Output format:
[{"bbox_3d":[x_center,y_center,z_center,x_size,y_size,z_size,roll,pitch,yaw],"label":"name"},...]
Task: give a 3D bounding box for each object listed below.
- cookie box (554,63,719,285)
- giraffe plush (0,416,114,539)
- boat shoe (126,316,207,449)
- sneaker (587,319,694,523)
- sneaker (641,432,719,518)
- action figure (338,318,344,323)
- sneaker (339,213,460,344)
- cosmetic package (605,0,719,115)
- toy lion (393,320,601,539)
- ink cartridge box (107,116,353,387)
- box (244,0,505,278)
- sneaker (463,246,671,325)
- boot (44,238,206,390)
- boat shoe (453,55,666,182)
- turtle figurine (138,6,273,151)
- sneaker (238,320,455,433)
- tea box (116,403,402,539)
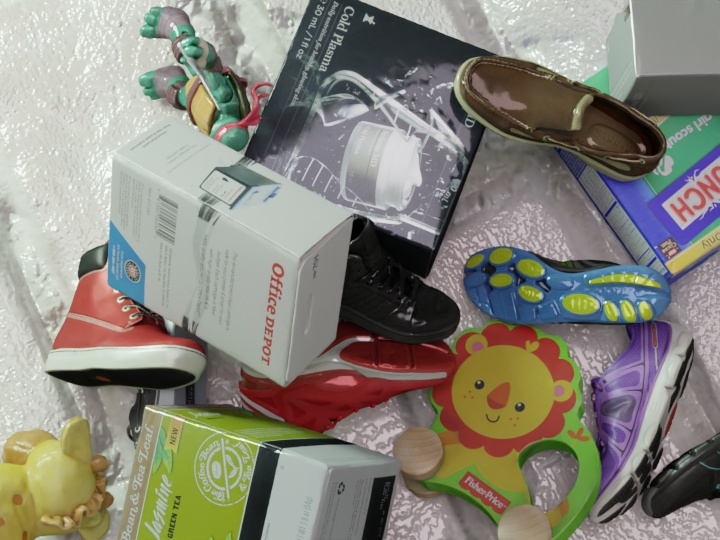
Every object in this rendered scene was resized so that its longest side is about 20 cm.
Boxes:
[{"bbox_3d":[0.298,-0.112,1.640,0.171,0.075,0.201,-34,81,-9],"label":"cookie box"},{"bbox_3d":[-0.309,0.199,1.544,0.162,0.173,0.200,-28,67,-28],"label":"giraffe plush"},{"bbox_3d":[-0.185,0.132,1.594,0.066,0.070,0.202,-9,75,35],"label":"boat shoe"},{"bbox_3d":[0.243,0.138,1.599,0.083,0.081,0.201,17,71,21],"label":"sneaker"},{"bbox_3d":[0.349,0.177,1.579,0.199,0.075,0.080,-32,82,-6],"label":"sneaker"},{"bbox_3d":[-0.066,0.023,1.609,0.198,0.055,0.119,6,35,-12],"label":"action figure"},{"bbox_3d":[0.001,-0.002,1.540,0.198,0.105,0.060,16,50,0],"label":"sneaker"},{"bbox_3d":[0.330,-0.195,1.569,0.198,0.107,0.091,-4,75,-3],"label":"cosmetic package"},{"bbox_3d":[0.139,0.147,1.573,0.199,0.069,0.192,35,76,27],"label":"toy lion"},{"bbox_3d":[-0.114,-0.017,1.470,0.199,0.147,0.086,28,43,20],"label":"ink cartridge box"},{"bbox_3d":[0.011,-0.128,1.621,0.195,0.124,0.201,21,79,2],"label":"box"},{"bbox_3d":[0.192,0.021,1.615,0.198,0.083,0.071,6,84,17],"label":"sneaker"},{"bbox_3d":[-0.202,0.031,1.564,0.199,0.072,0.145,0,69,45],"label":"boot"},{"bbox_3d":[0.184,-0.144,1.545,0.201,0.075,0.075,19,80,-12],"label":"boat shoe"},{"bbox_3d":[-0.152,-0.154,1.589,0.100,0.200,0.151,8,120,-30],"label":"turtle figurine"},{"bbox_3d":[-0.015,0.112,1.590,0.198,0.079,0.116,3,123,-3],"label":"sneaker"},{"bbox_3d":[-0.094,0.234,1.481,0.195,0.133,0.202,13,93,30],"label":"tea box"}]
